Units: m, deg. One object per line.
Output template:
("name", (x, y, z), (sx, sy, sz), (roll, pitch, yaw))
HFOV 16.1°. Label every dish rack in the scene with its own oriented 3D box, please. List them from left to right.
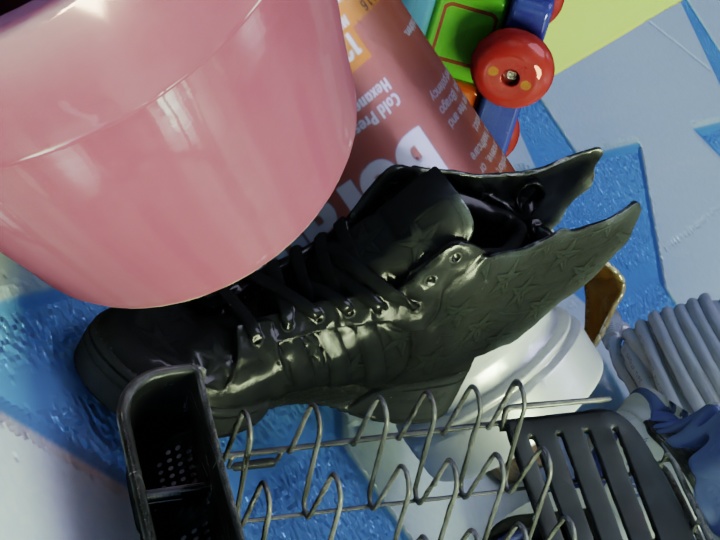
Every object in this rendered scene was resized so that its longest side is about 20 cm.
("dish rack", (0.027, 0.099, 0.821), (0.200, 0.055, 0.154), (-5, 55, -18))

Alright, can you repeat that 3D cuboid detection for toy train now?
("toy train", (0.009, -0.053, 1.093), (0.116, 0.200, 0.085), (16, 34, -1))

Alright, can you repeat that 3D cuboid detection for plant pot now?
("plant pot", (-0.089, -0.088, 0.786), (0.179, 0.200, 0.200), (60, 13, -52))

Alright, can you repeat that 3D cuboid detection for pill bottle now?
("pill bottle", (0.007, -0.020, 1.001), (0.200, 0.112, 0.112), (54, 21, -13))

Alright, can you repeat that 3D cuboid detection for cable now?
("cable", (0.193, 0.109, 1.274), (0.200, 0.069, 0.200), (-92, 156, -80))

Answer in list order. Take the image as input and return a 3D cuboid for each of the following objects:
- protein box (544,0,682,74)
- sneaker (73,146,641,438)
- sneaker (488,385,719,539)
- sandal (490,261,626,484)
("protein box", (0.020, -0.185, 1.131), (0.200, 0.198, 0.135), (45, 25, -35))
("sneaker", (0.001, 0.002, 0.887), (0.200, 0.104, 0.060), (2, 40, -41))
("sneaker", (0.104, 0.110, 1.108), (0.081, 0.115, 0.199), (62, -9, 1))
("sandal", (0.096, 0.025, 1.211), (0.078, 0.070, 0.212), (53, 21, -18))
